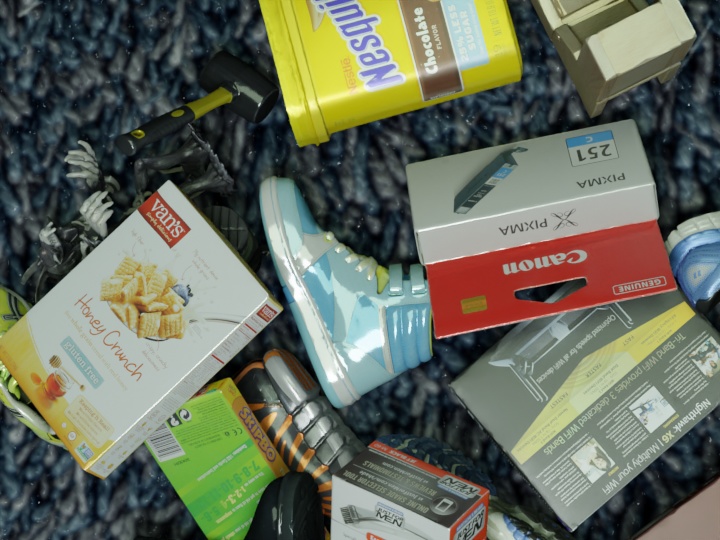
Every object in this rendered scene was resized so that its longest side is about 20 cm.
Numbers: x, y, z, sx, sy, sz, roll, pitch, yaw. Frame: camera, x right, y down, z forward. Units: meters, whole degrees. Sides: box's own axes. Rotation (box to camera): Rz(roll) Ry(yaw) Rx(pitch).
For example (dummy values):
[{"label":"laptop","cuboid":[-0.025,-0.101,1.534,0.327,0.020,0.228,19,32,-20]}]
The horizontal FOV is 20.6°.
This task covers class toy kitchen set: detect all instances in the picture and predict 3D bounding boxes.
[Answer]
[{"label":"toy kitchen set","cuboid":[0.220,-0.260,1.606,0.162,0.180,0.201,-26,85,0]}]

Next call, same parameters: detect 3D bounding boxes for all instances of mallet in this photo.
[{"label":"mallet","cuboid":[-0.146,-0.137,1.632,0.066,0.200,0.041,39,123,18]}]

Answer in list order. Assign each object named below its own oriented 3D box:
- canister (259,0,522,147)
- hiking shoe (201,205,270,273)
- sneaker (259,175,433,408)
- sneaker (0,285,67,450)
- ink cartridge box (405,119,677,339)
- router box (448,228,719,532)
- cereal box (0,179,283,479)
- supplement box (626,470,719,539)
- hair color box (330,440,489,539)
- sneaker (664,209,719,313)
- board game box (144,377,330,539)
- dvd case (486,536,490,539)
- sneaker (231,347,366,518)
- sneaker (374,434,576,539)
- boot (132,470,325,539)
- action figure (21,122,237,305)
[{"label":"canister","cuboid":[0.024,-0.202,1.667,0.199,0.087,0.150,-15,81,2]},{"label":"hiking shoe","cuboid":[-0.154,0.041,1.640,0.200,0.101,0.076,-41,59,4]},{"label":"sneaker","cuboid":[0.000,0.000,1.646,0.130,0.080,0.201,-21,90,4]},{"label":"sneaker","cuboid":[-0.291,0.071,1.664,0.200,0.076,0.076,39,89,10]},{"label":"ink cartridge box","cuboid":[0.143,-0.037,1.603,0.199,0.045,0.177,-12,40,4]},{"label":"router box","cuboid":[0.196,0.091,1.625,0.200,0.052,0.157,-40,81,-1]},{"label":"cereal box","cuboid":[-0.177,0.045,1.567,0.200,0.040,0.144,-44,63,1]},{"label":"supplement box","cuboid":[0.297,0.270,1.551,0.200,0.133,0.198,-36,80,0]},{"label":"hair color box","cuboid":[0.036,0.246,1.546,0.110,0.064,0.201,21,127,29]},{"label":"sneaker","cuboid":[0.350,-0.012,1.601,0.199,0.079,0.090,-17,65,2]},{"label":"board game box","cuboid":[-0.094,0.184,1.596,0.095,0.030,0.201,-20,109,31]},{"label":"dvd case","cuboid":[0.106,0.296,1.576,0.200,0.022,0.146,45,133,8]},{"label":"sneaker","cuboid":[-0.052,0.172,1.636,0.112,0.078,0.200,-38,80,11]},{"label":"sneaker","cuboid":[0.079,0.210,1.608,0.200,0.077,0.086,37,108,23]},{"label":"boot","cuboid":[-0.113,0.235,1.573,0.167,0.201,0.077,6,38,14]},{"label":"action figure","cuboid":[-0.209,-0.052,1.655,0.199,0.102,0.119,-33,45,-3]}]
